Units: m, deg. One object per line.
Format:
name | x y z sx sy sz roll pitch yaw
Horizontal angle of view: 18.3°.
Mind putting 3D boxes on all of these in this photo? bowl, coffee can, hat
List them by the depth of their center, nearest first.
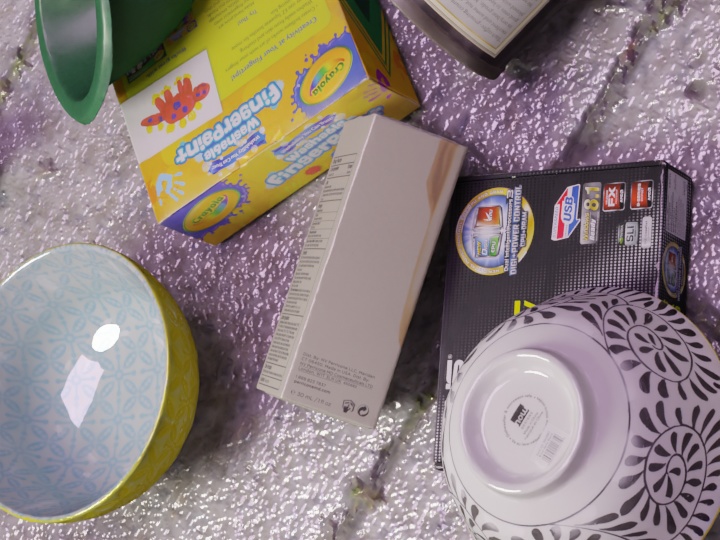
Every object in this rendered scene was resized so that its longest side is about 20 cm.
bowl | 0.119 0.099 1.365 0.200 0.094 0.201 -9 73 33
coffee can | 0.106 -0.248 1.490 0.200 0.146 0.146 -45 57 15
bowl | -0.185 0.089 1.615 0.200 0.108 0.200 -10 72 31
hat | -0.130 -0.209 1.628 0.200 0.176 0.166 116 138 -53

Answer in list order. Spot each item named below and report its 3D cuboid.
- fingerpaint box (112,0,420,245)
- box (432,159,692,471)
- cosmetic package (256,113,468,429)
fingerpaint box | -0.075 -0.142 1.627 0.200 0.073 0.167 -34 60 23
box | 0.131 0.034 1.458 0.160 0.044 0.200 -2 76 33
cosmetic package | 0.000 0.000 1.512 0.105 0.071 0.200 -170 99 -79
